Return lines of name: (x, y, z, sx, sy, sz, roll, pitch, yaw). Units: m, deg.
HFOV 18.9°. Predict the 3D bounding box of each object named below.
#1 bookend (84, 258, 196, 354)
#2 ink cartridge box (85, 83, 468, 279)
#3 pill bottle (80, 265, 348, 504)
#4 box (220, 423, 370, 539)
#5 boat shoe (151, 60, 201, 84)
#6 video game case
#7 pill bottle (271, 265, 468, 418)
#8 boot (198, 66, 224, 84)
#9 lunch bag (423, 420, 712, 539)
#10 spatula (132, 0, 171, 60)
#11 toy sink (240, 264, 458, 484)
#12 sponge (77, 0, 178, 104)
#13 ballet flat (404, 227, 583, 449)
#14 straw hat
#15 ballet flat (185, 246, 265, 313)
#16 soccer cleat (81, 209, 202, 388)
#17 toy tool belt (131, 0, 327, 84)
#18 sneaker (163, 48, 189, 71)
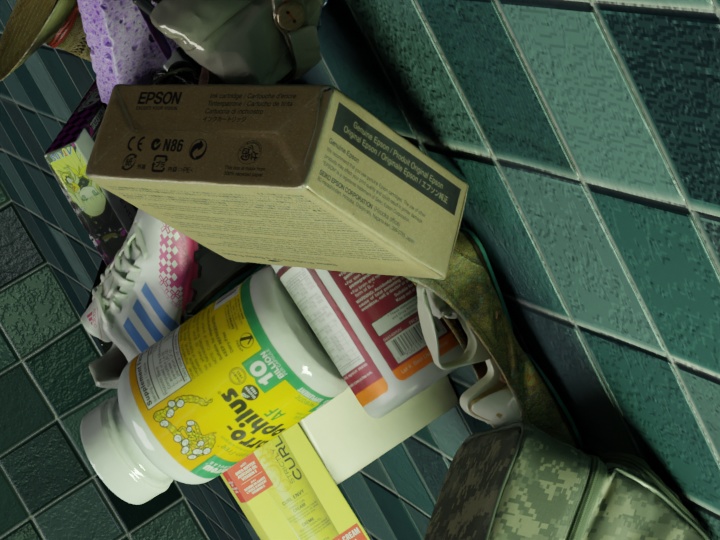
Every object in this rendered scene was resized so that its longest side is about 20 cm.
bookend: (-0.132, -0.007, 2.046, 0.199, 0.199, 0.092, 3, 143, 16)
ink cartridge box: (-0.055, -0.061, 1.450, 0.200, 0.075, 0.165, 5, 163, 38)
pill bottle: (-0.114, 0.093, 1.659, 0.113, 0.200, 0.113, 49, -161, -23)
box: (-0.072, 0.163, 1.757, 0.200, 0.075, 0.050, 59, 167, -2)
boat shoe: (-0.147, -0.140, 1.788, 0.200, 0.070, 0.066, -29, -58, -71)
video game case: (-0.181, -0.071, 1.817, 0.182, 0.036, 0.200, 62, -158, -21)
pill bottle: (0.000, 0.000, 1.609, 0.200, 0.109, 0.110, 57, 167, 3)
boot: (-0.100, -0.084, 1.744, 0.200, 0.064, 0.187, 88, -171, -60)
lunch bag: (0.141, 0.194, 1.482, 0.167, 0.140, 0.200, 24, 167, -6)
spatula: (-0.137, -0.198, 1.650, 0.057, 0.021, 0.200, 62, -160, -8)
toy sink: (-0.030, 0.050, 1.787, 0.112, 0.130, 0.200, 34, 154, 60)
sponge: (-0.176, -0.228, 1.680, 0.030, 0.112, 0.200, 25, 149, 20)
ballet flat: (0.089, 0.064, 1.536, 0.200, 0.071, 0.071, 62, 166, -19)
straw hat: (-0.234, -0.233, 1.874, 0.085, 0.201, 0.201, 28, 177, -21)
ballet flat: (-0.107, -0.018, 1.819, 0.070, 0.069, 0.200, 58, -149, -1)
soccer cleat: (-0.173, 0.014, 1.696, 0.070, 0.086, 0.200, -119, 29, -53)
toy tool belt: (-0.075, -0.195, 1.488, 0.125, 0.123, 0.200, 38, -176, -19)
sneaker: (-0.200, -0.180, 1.947, 0.200, 0.082, 0.074, 52, -179, 24)
